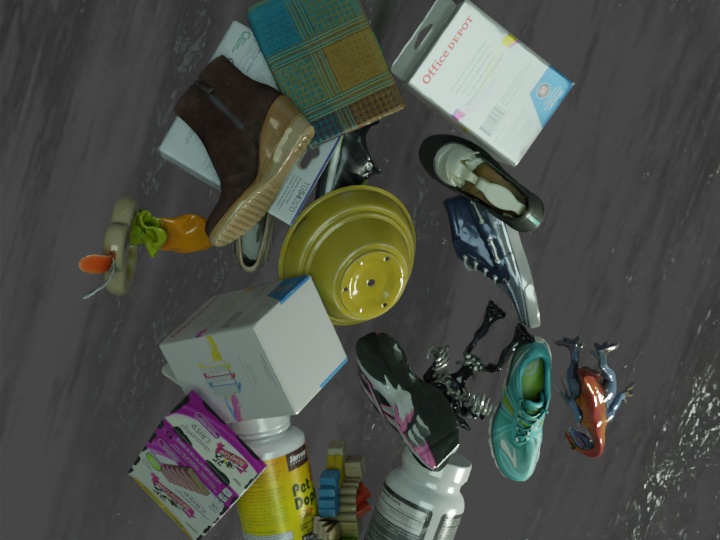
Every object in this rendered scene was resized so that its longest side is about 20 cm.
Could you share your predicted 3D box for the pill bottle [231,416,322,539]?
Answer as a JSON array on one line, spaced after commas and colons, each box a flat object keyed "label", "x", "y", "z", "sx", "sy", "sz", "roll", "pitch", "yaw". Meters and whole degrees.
[{"label": "pill bottle", "x": -0.117, "y": 0.281, "z": 1.631, "sx": 0.107, "sy": 0.109, "sz": 0.204, "roll": -11, "pitch": 99, "yaw": -2}]

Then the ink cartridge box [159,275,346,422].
[{"label": "ink cartridge box", "x": -0.144, "y": 0.105, "z": 1.554, "sx": 0.198, "sy": 0.128, "sz": 0.127, "roll": -12, "pitch": 111, "yaw": 40}]

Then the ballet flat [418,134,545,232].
[{"label": "ballet flat", "x": 0.152, "y": -0.120, "z": 1.572, "sx": 0.199, "sy": 0.068, "sz": 0.069, "roll": 33, "pitch": 98, "yaw": 20}]

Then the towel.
[{"label": "towel", "x": -0.044, "y": -0.268, "z": 1.552, "sx": 0.145, "sy": 0.022, "sz": 0.203, "roll": -23, "pitch": 82, "yaw": -10}]

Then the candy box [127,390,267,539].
[{"label": "candy box", "x": -0.213, "y": 0.256, "z": 1.570, "sx": 0.136, "sy": 0.200, "sz": 0.061, "roll": 44, "pitch": 54, "yaw": 5}]

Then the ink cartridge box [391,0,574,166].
[{"label": "ink cartridge box", "x": 0.147, "y": -0.247, "z": 1.564, "sx": 0.199, "sy": 0.125, "sz": 0.129, "roll": 37, "pitch": 94, "yaw": -8}]

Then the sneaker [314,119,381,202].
[{"label": "sneaker", "x": -0.013, "y": -0.122, "z": 1.599, "sx": 0.081, "sy": 0.072, "sz": 0.204, "roll": 7, "pitch": 98, "yaw": -6}]

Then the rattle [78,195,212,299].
[{"label": "rattle", "x": -0.264, "y": -0.014, "z": 1.531, "sx": 0.141, "sy": 0.200, "sz": 0.132, "roll": 23, "pitch": 96, "yaw": -7}]

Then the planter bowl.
[{"label": "planter bowl", "x": 0.000, "y": 0.000, "z": 1.571, "sx": 0.197, "sy": 0.083, "sz": 0.204, "roll": -12, "pitch": 120, "yaw": -22}]

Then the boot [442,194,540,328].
[{"label": "boot", "x": 0.176, "y": -0.013, "z": 1.636, "sx": 0.089, "sy": 0.073, "sz": 0.203, "roll": -16, "pitch": 91, "yaw": 6}]

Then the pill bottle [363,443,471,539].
[{"label": "pill bottle", "x": 0.073, "y": 0.338, "z": 1.651, "sx": 0.115, "sy": 0.116, "sz": 0.203, "roll": 19, "pitch": 96, "yaw": -7}]

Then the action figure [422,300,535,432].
[{"label": "action figure", "x": 0.136, "y": 0.139, "z": 1.631, "sx": 0.119, "sy": 0.102, "sz": 0.201, "roll": 40, "pitch": 98, "yaw": 8}]

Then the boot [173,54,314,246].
[{"label": "boot", "x": -0.169, "y": -0.148, "z": 1.512, "sx": 0.165, "sy": 0.072, "sz": 0.201, "roll": 35, "pitch": 85, "yaw": 17}]

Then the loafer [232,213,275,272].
[{"label": "loafer", "x": -0.137, "y": -0.097, "z": 1.597, "sx": 0.070, "sy": 0.063, "sz": 0.204, "roll": 2, "pitch": 98, "yaw": -3}]

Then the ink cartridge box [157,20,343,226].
[{"label": "ink cartridge box", "x": -0.126, "y": -0.184, "z": 1.561, "sx": 0.198, "sy": 0.043, "sz": 0.198, "roll": 30, "pitch": 80, "yaw": 1}]

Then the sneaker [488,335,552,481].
[{"label": "sneaker", "x": 0.220, "y": 0.190, "z": 1.657, "sx": 0.076, "sy": 0.080, "sz": 0.204, "roll": 5, "pitch": 99, "yaw": -5}]

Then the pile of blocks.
[{"label": "pile of blocks", "x": -0.020, "y": 0.326, "z": 1.629, "sx": 0.061, "sy": 0.082, "sz": 0.204, "roll": -3, "pitch": 74, "yaw": 18}]

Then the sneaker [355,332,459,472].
[{"label": "sneaker", "x": 0.061, "y": 0.178, "z": 1.618, "sx": 0.079, "sy": 0.087, "sz": 0.202, "roll": -22, "pitch": 66, "yaw": -18}]

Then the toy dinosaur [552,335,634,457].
[{"label": "toy dinosaur", "x": 0.296, "y": 0.181, "z": 1.630, "sx": 0.103, "sy": 0.200, "sz": 0.185, "roll": 2, "pitch": 108, "yaw": 23}]
